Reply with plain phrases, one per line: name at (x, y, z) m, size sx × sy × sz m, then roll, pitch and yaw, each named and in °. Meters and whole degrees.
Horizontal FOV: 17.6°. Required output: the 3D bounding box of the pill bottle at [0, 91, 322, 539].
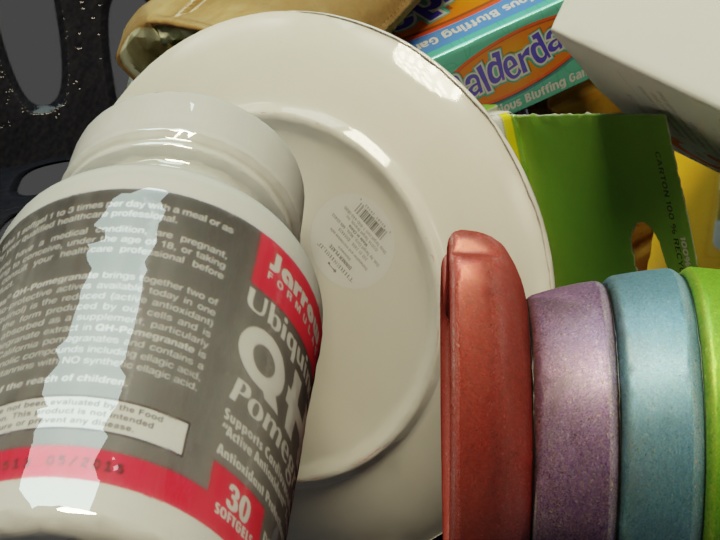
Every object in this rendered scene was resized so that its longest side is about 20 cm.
pill bottle at (-0.070, 0.038, 0.724) m, size 0.110 × 0.111 × 0.200 m, roll -8°, pitch 42°, yaw 16°

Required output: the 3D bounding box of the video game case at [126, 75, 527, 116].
video game case at (0.000, -0.037, 1.155) m, size 0.180 × 0.200 × 0.036 m, roll -9°, pitch 42°, yaw 13°

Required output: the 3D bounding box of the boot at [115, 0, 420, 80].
boot at (-0.034, -0.142, 0.996) m, size 0.175 × 0.066 × 0.200 m, roll 13°, pitch 44°, yaw 39°

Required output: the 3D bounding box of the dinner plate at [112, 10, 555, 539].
dinner plate at (-0.026, 0.009, 0.826) m, size 0.199 × 0.201 × 0.024 m, roll -7°, pitch 5°, yaw 27°

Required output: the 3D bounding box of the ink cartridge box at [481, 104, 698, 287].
ink cartridge box at (0.042, 0.018, 0.855) m, size 0.076 × 0.148 × 0.200 m, roll -17°, pitch 11°, yaw -26°

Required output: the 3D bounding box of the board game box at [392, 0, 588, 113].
board game box at (0.034, -0.130, 1.049) m, size 0.152 × 0.045 × 0.200 m, roll -25°, pitch 34°, yaw -8°

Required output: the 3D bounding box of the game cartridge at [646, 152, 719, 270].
game cartridge at (0.210, -0.065, 0.871) m, size 0.199 × 0.177 × 0.032 m, roll -5°, pitch -26°, yaw 36°

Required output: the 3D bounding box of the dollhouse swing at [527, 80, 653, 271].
dollhouse swing at (0.201, -0.085, 1.147) m, size 0.175 × 0.201 × 0.182 m, roll -5°, pitch 11°, yaw 31°

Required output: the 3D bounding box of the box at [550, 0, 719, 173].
box at (0.183, -0.062, 0.765) m, size 0.200 × 0.098 × 0.124 m, roll 29°, pitch -2°, yaw 26°

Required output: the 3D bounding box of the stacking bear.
stacking bear at (0.125, 0.048, 0.707) m, size 0.199 × 0.114 × 0.121 m, roll 0°, pitch -5°, yaw 0°
